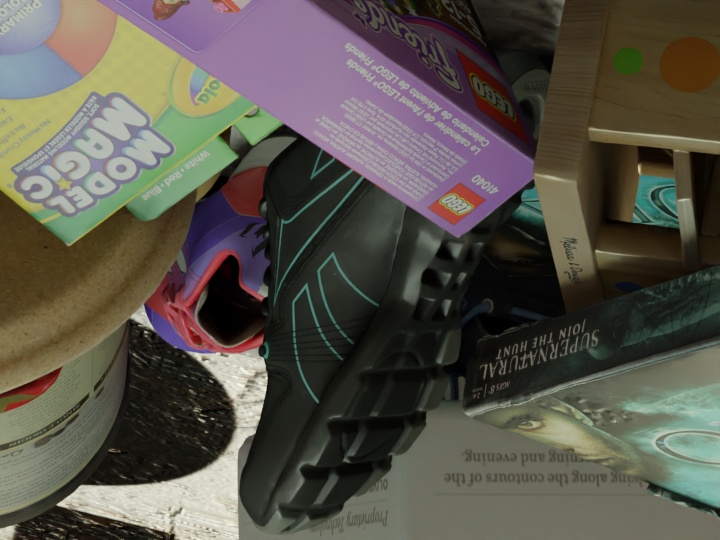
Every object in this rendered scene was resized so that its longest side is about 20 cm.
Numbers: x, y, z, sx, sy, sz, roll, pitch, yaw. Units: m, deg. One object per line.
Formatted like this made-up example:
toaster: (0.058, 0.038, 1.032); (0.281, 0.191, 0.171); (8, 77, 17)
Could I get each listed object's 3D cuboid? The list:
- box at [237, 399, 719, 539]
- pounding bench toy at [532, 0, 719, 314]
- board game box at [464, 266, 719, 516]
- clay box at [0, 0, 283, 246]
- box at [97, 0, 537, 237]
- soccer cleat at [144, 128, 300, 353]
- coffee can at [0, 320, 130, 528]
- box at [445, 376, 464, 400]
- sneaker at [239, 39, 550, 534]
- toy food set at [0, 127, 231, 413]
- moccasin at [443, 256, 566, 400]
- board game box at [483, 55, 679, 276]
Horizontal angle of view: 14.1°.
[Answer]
box: (0.072, 0.145, 1.187); (0.199, 0.171, 0.200); (2, 171, -21)
pounding bench toy: (0.140, -0.065, 0.860); (0.156, 0.124, 0.200); (7, 158, 13)
board game box: (0.142, 0.036, 0.880); (0.135, 0.028, 0.200); (22, 157, -27)
clay box: (-0.102, -0.091, 0.912); (0.115, 0.048, 0.200); (-35, 118, 27)
box: (-0.037, -0.106, 0.846); (0.039, 0.137, 0.200); (-39, 136, 20)
soccer cleat: (-0.057, 0.006, 1.210); (0.068, 0.073, 0.200); (33, 154, -10)
coffee can: (-0.166, 0.012, 1.198); (0.146, 0.146, 0.200); (13, 159, -1)
box: (0.048, 0.163, 1.366); (0.199, 0.200, 0.131); (18, 162, -16)
sneaker: (0.000, 0.000, 1.043); (0.079, 0.200, 0.075); (32, -165, 25)
toy food set: (-0.154, -0.025, 1.035); (0.198, 0.200, 0.049); (8, 141, 12)
moccasin: (0.059, 0.022, 1.205); (0.200, 0.068, 0.080); (-1, 155, 32)
board game box: (0.111, -0.039, 1.078); (0.200, 0.028, 0.135); (-2, 154, 33)
